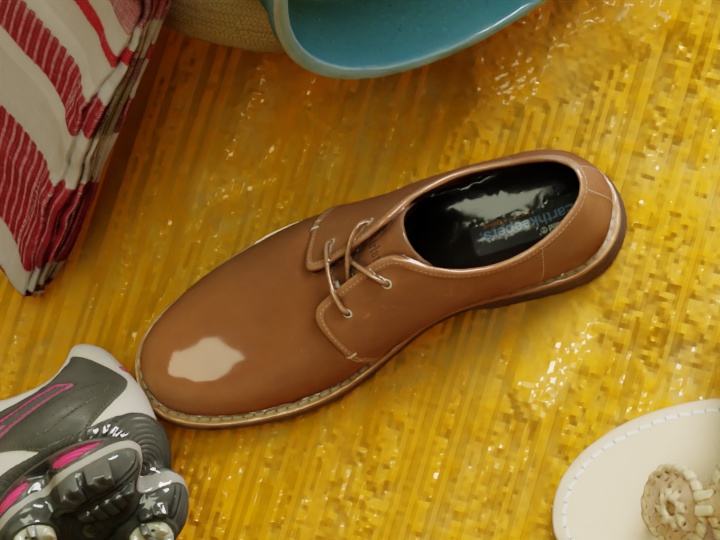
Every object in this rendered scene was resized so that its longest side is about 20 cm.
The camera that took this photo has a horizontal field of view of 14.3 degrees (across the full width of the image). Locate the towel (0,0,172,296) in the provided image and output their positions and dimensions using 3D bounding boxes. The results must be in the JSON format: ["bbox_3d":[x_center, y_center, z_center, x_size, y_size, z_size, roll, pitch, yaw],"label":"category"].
[{"bbox_3d":[-0.141,-0.097,1.082,0.023,0.200,0.144,-28,67,-38],"label":"towel"}]

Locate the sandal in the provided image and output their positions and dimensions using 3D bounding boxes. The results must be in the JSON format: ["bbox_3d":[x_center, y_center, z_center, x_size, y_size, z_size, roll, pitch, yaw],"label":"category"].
[{"bbox_3d":[0.169,0.081,1.026,0.211,0.070,0.078,4,78,13],"label":"sandal"}]

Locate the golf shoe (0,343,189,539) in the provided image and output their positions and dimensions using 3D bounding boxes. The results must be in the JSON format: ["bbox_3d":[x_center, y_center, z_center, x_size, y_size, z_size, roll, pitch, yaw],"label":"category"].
[{"bbox_3d":[-0.159,0.107,1.097,0.200,0.077,0.088,-29,45,8],"label":"golf shoe"}]

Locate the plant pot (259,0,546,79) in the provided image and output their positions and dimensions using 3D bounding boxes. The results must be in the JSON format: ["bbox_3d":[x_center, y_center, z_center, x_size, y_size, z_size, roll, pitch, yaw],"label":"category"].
[{"bbox_3d":[0.002,-0.202,0.995,0.200,0.200,0.188,-38,69,1],"label":"plant pot"}]

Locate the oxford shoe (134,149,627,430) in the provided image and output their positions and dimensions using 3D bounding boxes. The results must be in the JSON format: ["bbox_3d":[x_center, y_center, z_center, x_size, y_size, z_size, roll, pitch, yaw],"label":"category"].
[{"bbox_3d":[0.000,0.000,1.081,0.200,0.071,0.071,-25,75,7],"label":"oxford shoe"}]

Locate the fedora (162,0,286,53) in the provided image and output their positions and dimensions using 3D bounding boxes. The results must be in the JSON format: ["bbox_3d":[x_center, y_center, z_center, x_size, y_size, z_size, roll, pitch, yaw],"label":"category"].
[{"bbox_3d":[-0.048,-0.167,1.111,0.200,0.082,0.201,3,74,-10],"label":"fedora"}]
